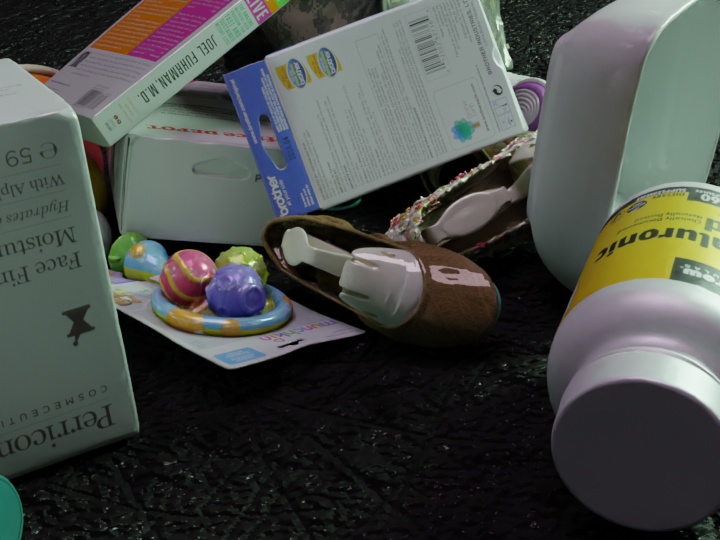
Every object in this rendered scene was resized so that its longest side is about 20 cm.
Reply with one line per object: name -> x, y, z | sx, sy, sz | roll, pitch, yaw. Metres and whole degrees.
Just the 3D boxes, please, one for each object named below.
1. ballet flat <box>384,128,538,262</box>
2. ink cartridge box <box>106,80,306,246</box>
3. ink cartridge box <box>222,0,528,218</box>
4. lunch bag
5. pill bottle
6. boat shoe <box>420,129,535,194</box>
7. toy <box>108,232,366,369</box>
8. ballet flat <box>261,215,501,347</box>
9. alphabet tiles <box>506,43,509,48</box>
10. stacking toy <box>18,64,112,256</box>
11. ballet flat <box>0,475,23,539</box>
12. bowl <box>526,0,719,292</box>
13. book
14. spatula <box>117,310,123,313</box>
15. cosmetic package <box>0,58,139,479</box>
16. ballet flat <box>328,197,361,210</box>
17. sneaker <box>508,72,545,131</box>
ballet flat -> 0.104, -0.050, 0.787 | 0.200, 0.076, 0.064 | -34, -4, -21
ink cartridge box -> -0.131, -0.095, 0.912 | 0.144, 0.085, 0.200 | 4, 22, -17
ink cartridge box -> 0.010, -0.123, 0.814 | 0.199, 0.120, 0.042 | -22, 7, -9
lunch bag -> 0.000, -0.196, 0.952 | 0.199, 0.118, 0.164 | -2, 11, 42
pill bottle -> 0.158, 0.039, 0.565 | 0.111, 0.112, 0.200 | 4, 28, 21
boat shoe -> 0.085, -0.095, 0.913 | 0.074, 0.076, 0.200 | -22, 28, -24
toy -> -0.104, 0.007, 0.746 | 0.115, 0.047, 0.200 | -13, 22, -43
ballet flat -> 0.000, 0.000, 0.720 | 0.072, 0.068, 0.200 | 15, 7, -42
alphabet tiles -> 0.058, -0.196, 1.134 | 0.167, 0.008, 0.200 | -17, 7, 29
stacking toy -> -0.257, -0.064, 0.910 | 0.146, 0.146, 0.200 | -18, 47, -24
ballet flat -> -0.207, 0.154, 0.467 | 0.074, 0.075, 0.200 | -4, 22, 5
bowl -> 0.178, -0.096, 0.733 | 0.074, 0.201, 0.200 | 22, 35, 29
book -> -0.151, -0.176, 0.855 | 0.200, 0.048, 0.133 | -43, 33, -18
spatula -> -0.231, 0.013, 0.819 | 0.199, 0.021, 0.057 | 8, 27, 27
cosmetic package -> -0.242, 0.003, 0.631 | 0.164, 0.201, 0.165 | -18, 27, -24
ballet flat -> -0.042, -0.117, 0.995 | 0.073, 0.073, 0.200 | -13, 26, -14
sneaker -> 0.151, -0.143, 1.028 | 0.099, 0.075, 0.200 | 10, 12, -28
